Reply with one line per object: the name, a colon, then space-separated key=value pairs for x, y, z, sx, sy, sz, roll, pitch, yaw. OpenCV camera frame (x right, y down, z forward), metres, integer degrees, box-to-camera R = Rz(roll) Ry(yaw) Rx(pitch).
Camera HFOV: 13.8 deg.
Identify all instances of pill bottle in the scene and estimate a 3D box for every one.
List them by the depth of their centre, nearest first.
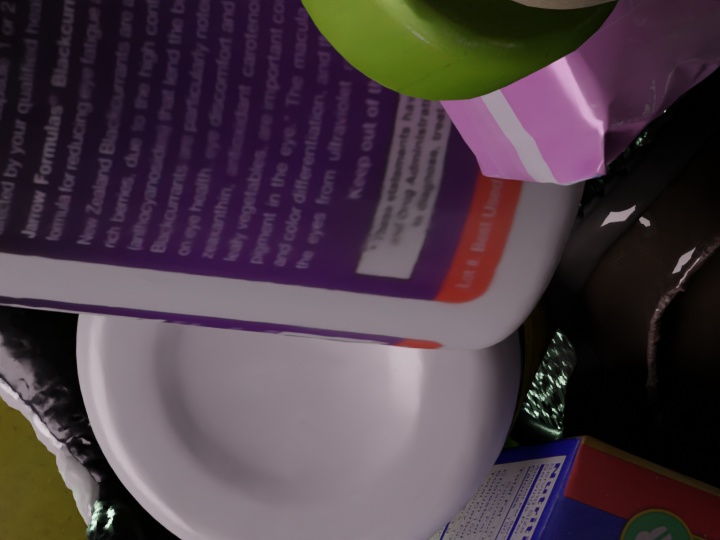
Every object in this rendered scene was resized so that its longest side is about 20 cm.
pill bottle: x=-0.059 y=-0.047 z=0.635 sx=0.111 sy=0.200 sz=0.112 roll=-174 pitch=90 yaw=-73
pill bottle: x=0.000 y=0.000 z=0.819 sx=0.113 sy=0.112 sz=0.200 roll=58 pitch=-164 yaw=-7

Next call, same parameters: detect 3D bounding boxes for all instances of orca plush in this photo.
orca plush: x=-0.096 y=-0.011 z=0.818 sx=0.071 sy=0.105 sz=0.200 roll=-51 pitch=51 yaw=35

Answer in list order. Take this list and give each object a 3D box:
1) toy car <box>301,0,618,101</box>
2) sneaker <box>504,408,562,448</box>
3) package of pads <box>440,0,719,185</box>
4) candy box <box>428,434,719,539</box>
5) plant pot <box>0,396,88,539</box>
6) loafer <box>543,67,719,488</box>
toy car: x=0.051 y=-0.150 z=0.449 sx=0.164 sy=0.158 sz=0.200 roll=-24 pitch=88 yaw=62
sneaker: x=0.067 y=0.108 z=1.028 sx=0.200 sy=0.079 sz=0.089 roll=46 pitch=164 yaw=32
package of pads: x=0.030 y=-0.129 z=0.567 sx=0.200 sy=0.120 sz=0.076 roll=58 pitch=159 yaw=-10
candy box: x=0.093 y=0.111 z=0.816 sx=0.169 sy=0.077 sz=0.200 roll=23 pitch=170 yaw=-10
plant pot: x=-0.096 y=0.091 z=1.002 sx=0.200 sy=0.142 sz=0.200 roll=21 pitch=150 yaw=13
loafer: x=0.097 y=0.014 z=0.781 sx=0.071 sy=0.073 sz=0.200 roll=35 pitch=165 yaw=18
